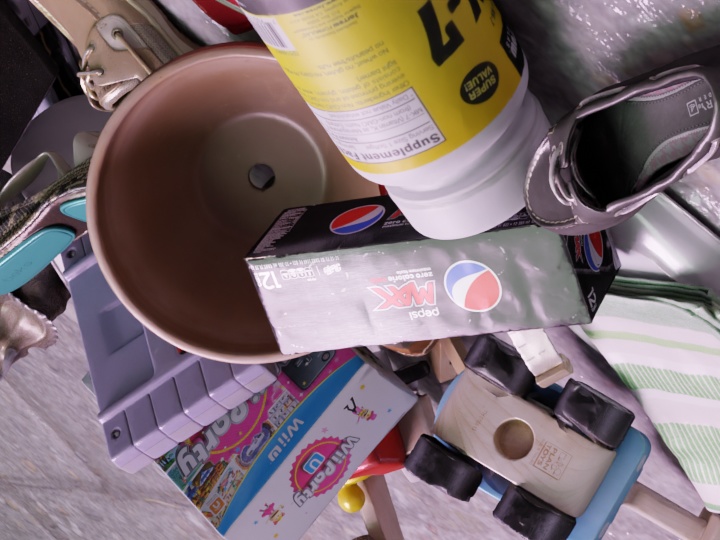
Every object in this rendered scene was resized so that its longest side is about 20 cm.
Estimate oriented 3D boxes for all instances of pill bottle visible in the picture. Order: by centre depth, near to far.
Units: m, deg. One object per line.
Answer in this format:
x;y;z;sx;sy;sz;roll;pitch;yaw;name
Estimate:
0.020;-0.119;1.380;0.114;0.114;0.200;13;147;50;pill bottle
-0.172;-0.028;1.882;0.114;0.114;0.200;24;154;36;pill bottle

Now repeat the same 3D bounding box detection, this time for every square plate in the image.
0.192;0.038;1.516;0.198;0.028;0.200;41;159;1;square plate

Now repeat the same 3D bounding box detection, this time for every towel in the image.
0.204;0.080;1.508;0.200;0.023;0.152;51;157;-26;towel

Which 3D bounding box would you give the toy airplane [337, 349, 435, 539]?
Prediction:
-0.012;0.119;1.809;0.199;0.141;0.200;72;176;-45;toy airplane

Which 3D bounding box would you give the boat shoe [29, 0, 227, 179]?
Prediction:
-0.153;-0.136;1.701;0.200;0.065;0.072;39;159;4;boat shoe

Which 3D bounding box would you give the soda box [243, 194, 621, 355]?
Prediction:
0.041;-0.004;1.470;0.200;0.063;0.071;-6;119;28;soda box

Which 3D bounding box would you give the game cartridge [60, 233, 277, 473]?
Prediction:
-0.130;0.022;1.722;0.038;0.130;0.200;34;-153;-43;game cartridge

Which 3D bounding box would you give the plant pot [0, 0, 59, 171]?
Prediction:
-0.326;-0.119;1.787;0.177;0.200;0.199;32;161;-14;plant pot

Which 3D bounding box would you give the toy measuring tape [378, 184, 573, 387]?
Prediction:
0.068;-0.024;1.534;0.200;0.074;0.074;55;155;-18;toy measuring tape

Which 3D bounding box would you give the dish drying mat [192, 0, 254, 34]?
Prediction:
-0.057;-0.181;1.517;0.077;0.018;0.200;47;158;-14;dish drying mat

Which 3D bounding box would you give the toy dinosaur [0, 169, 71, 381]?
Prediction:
-0.245;-0.015;1.924;0.077;0.200;0.102;-3;175;5;toy dinosaur

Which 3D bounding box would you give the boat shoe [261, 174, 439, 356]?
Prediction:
0.000;0.000;1.697;0.074;0.076;0.200;44;178;-41;boat shoe

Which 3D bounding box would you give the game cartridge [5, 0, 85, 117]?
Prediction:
-0.260;-0.158;1.882;0.133;0.040;0.200;25;154;28;game cartridge

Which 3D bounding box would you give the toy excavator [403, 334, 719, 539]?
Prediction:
0.147;0.128;1.645;0.194;0.100;0.200;30;-177;18;toy excavator

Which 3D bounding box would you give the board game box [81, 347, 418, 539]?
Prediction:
-0.076;0.078;1.711;0.064;0.148;0.200;37;-177;-46;board game box

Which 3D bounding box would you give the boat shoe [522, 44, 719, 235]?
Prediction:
0.135;-0.065;1.302;0.200;0.057;0.067;-27;79;50;boat shoe

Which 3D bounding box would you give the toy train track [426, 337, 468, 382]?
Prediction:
0.061;0.002;1.655;0.200;0.032;0.115;87;159;-54;toy train track

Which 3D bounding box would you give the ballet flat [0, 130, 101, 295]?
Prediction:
-0.197;-0.051;1.747;0.200;0.075;0.068;-25;155;29;ballet flat

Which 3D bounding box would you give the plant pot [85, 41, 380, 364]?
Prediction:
-0.066;-0.050;1.627;0.201;0.201;0.093;43;-164;-6;plant pot
